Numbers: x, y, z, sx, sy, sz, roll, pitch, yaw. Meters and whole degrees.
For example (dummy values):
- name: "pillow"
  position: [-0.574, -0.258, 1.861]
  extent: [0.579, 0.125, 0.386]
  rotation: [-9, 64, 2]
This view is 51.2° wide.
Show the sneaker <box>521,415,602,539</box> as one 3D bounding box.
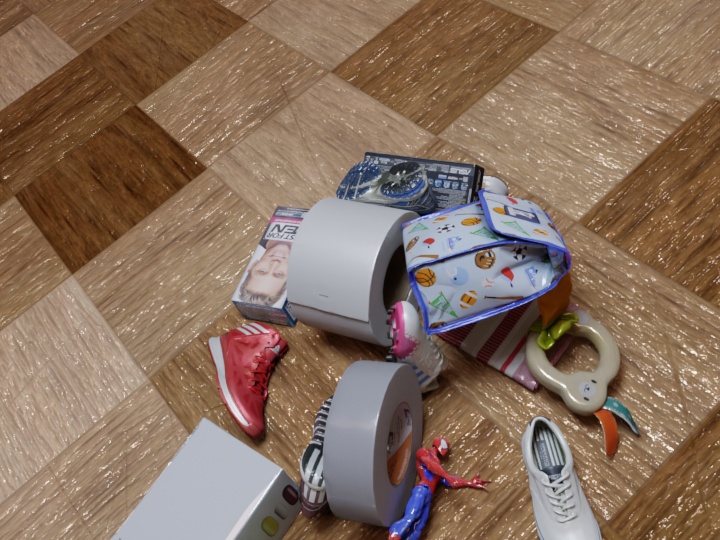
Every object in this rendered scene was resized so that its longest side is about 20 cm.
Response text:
- name: "sneaker"
  position: [0.239, 0.274, 0.919]
  extent: [0.073, 0.071, 0.201]
  rotation: [-20, 51, 5]

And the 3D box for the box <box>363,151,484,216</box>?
- name: "box"
  position: [0.089, -0.100, 1.210]
  extent: [0.199, 0.049, 0.162]
  rotation: [11, 93, 28]

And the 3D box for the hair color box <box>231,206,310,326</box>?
- name: "hair color box"
  position: [-0.127, -0.011, 1.267]
  extent: [0.100, 0.061, 0.201]
  rotation: [7, 58, 24]

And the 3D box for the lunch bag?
- name: "lunch bag"
  position: [0.161, -0.023, 0.985]
  extent: [0.199, 0.124, 0.170]
  rotation: [-16, 24, 8]

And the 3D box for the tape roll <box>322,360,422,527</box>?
- name: "tape roll"
  position: [0.021, 0.217, 0.956]
  extent: [0.066, 0.201, 0.201]
  rotation: [3, 56, 22]

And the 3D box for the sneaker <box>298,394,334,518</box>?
- name: "sneaker"
  position: [-0.043, 0.259, 1.034]
  extent: [0.075, 0.116, 0.200]
  rotation: [20, 27, 11]

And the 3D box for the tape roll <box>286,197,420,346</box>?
- name: "tape roll"
  position: [0.000, 0.000, 1.124]
  extent: [0.139, 0.203, 0.203]
  rotation: [13, 60, 27]

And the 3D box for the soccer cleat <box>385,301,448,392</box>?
- name: "soccer cleat"
  position: [0.079, 0.105, 1.024]
  extent: [0.086, 0.200, 0.070]
  rotation: [-3, 54, -2]

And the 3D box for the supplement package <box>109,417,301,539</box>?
- name: "supplement package"
  position: [-0.198, 0.332, 1.006]
  extent: [0.155, 0.111, 0.200]
  rotation: [23, 66, 32]

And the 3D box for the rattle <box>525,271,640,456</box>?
- name: "rattle"
  position: [0.297, 0.114, 0.961]
  extent: [0.129, 0.143, 0.201]
  rotation: [0, 48, -17]

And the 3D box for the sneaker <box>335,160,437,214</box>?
- name: "sneaker"
  position: [0.039, -0.114, 1.167]
  extent: [0.200, 0.085, 0.077]
  rotation: [13, 65, 51]

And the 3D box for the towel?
- name: "towel"
  position: [0.212, 0.075, 1.109]
  extent: [0.200, 0.023, 0.144]
  rotation: [29, 69, 34]

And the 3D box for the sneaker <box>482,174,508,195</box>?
- name: "sneaker"
  position: [0.141, -0.108, 1.240]
  extent: [0.199, 0.075, 0.088]
  rotation: [-1, 61, 20]

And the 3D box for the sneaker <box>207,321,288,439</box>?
- name: "sneaker"
  position: [-0.158, 0.152, 1.148]
  extent: [0.115, 0.078, 0.200]
  rotation: [-29, 52, -2]

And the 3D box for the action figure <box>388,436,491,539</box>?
- name: "action figure"
  position: [0.099, 0.295, 0.944]
  extent: [0.098, 0.065, 0.200]
  rotation: [0, 43, 24]
